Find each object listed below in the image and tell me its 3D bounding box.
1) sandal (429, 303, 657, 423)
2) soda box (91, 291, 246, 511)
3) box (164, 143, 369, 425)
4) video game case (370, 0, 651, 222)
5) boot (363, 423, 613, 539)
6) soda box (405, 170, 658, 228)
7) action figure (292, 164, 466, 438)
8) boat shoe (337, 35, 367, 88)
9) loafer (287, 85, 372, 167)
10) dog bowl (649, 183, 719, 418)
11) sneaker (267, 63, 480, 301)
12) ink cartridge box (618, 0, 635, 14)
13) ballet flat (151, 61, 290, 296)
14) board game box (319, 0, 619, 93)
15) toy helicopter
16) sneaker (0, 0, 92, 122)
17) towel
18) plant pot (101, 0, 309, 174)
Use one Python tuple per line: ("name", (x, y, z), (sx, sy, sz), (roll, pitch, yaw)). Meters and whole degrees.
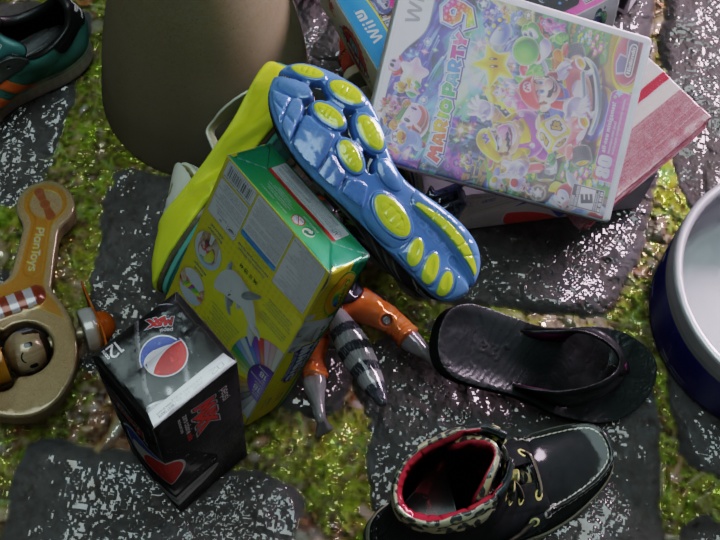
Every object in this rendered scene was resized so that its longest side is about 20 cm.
("sandal", (0.147, 0.072, 0.848), (0.198, 0.048, 0.076), (10, 77, -23))
("soda box", (-0.123, 0.096, 0.765), (0.071, 0.201, 0.063), (-38, 72, -19))
("box", (-0.079, 0.022, 0.820), (0.048, 0.201, 0.118), (-22, 63, -45))
("video game case", (0.110, -0.130, 0.847), (0.197, 0.018, 0.145), (14, 90, -9))
("boot", (0.101, 0.145, 0.782), (0.201, 0.154, 0.074), (-20, 67, -12))
("soda box", (0.139, -0.083, 0.941), (0.197, 0.064, 0.069), (-8, 66, -7))
("action figure", (0.000, 0.000, 0.853), (0.198, 0.105, 0.195), (-27, 85, 11))
("boat shoe", (0.078, -0.195, 0.990), (0.197, 0.071, 0.063), (-6, 62, -2))
("loafer", (-0.033, -0.109, 0.940), (0.198, 0.075, 0.070), (-19, 68, -19))
("dog bowl", (0.334, 0.025, 0.894), (0.197, 0.079, 0.203), (1, 65, -3))
("sneaker", (0.000, -0.054, 0.792), (0.071, 0.083, 0.200), (-44, 99, -24))
("ink cartridge box", (0.219, -0.370, 1.092), (0.196, 0.047, 0.201), (31, 69, 11))
("ballet flat", (-0.105, -0.073, 0.859), (0.067, 0.067, 0.200), (45, 106, 19))
("board game box", (0.083, -0.216, 0.906), (0.198, 0.064, 0.149), (-28, 70, -6))
("toy helicopter", (-0.243, 0.020, 0.864), (0.130, 0.079, 0.202), (4, 61, -3))
("sneaker", (-0.315, -0.165, 0.941), (0.200, 0.080, 0.071), (-41, 73, -19))
("towel", (0.165, -0.145, 0.920), (0.144, 0.023, 0.200), (-37, 72, -11))
("plant pot", (-0.130, -0.205, 0.906), (0.185, 0.201, 0.190), (1, 65, -2))
